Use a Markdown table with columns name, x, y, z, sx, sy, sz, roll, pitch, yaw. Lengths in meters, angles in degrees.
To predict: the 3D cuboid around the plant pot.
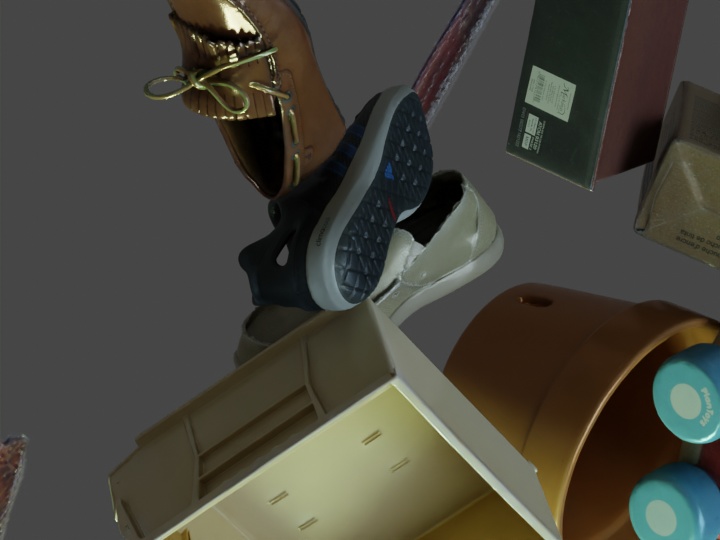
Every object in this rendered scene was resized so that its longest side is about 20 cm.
| name | x | y | z | sx | sy | sz | roll | pitch | yaw |
| --- | --- | --- | --- | --- | --- | --- | --- | --- | --- |
| plant pot | 0.145 | 0.098 | 1.757 | 0.200 | 0.140 | 0.200 | -30 | 134 | -37 |

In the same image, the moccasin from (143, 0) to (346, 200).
| name | x | y | z | sx | sy | sz | roll | pitch | yaw |
| --- | --- | --- | --- | --- | --- | --- | --- | --- | --- |
| moccasin | -0.069 | -0.108 | 1.407 | 0.078 | 0.074 | 0.201 | -58 | 156 | -19 |

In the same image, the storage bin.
| name | x | y | z | sx | sy | sz | roll | pitch | yaw |
| --- | --- | --- | --- | --- | --- | --- | --- | --- | --- |
| storage bin | -0.012 | 0.143 | 1.522 | 0.198 | 0.094 | 0.200 | -34 | 127 | 13 |

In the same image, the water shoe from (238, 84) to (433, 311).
| name | x | y | z | sx | sy | sz | roll | pitch | yaw |
| --- | --- | --- | --- | --- | --- | --- | --- | --- | --- |
| water shoe | -0.015 | -0.048 | 1.512 | 0.200 | 0.079 | 0.072 | -62 | 142 | -54 |

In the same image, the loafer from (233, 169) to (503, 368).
| name | x | y | z | sx | sy | sz | roll | pitch | yaw |
| --- | --- | --- | --- | --- | --- | --- | --- | --- | --- |
| loafer | 0.000 | 0.000 | 1.565 | 0.200 | 0.076 | 0.068 | -34 | 127 | -29 |

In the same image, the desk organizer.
| name | x | y | z | sx | sy | sz | roll | pitch | yaw |
| --- | --- | --- | --- | --- | --- | --- | --- | --- | --- |
| desk organizer | 0.161 | -0.162 | 1.658 | 0.077 | 0.072 | 0.200 | -21 | 129 | -47 |

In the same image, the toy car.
| name | x | y | z | sx | sy | sz | roll | pitch | yaw |
| --- | --- | --- | --- | --- | --- | --- | --- | --- | --- |
| toy car | 0.314 | 0.126 | 1.694 | 0.184 | 0.200 | 0.177 | -20 | 128 | -44 |

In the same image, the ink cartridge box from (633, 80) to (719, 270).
| name | x | y | z | sx | sy | sz | roll | pitch | yaw |
| --- | --- | --- | --- | --- | --- | --- | --- | --- | --- |
| ink cartridge box | 0.289 | -0.040 | 1.733 | 0.165 | 0.200 | 0.075 | -60 | 173 | -71 |
